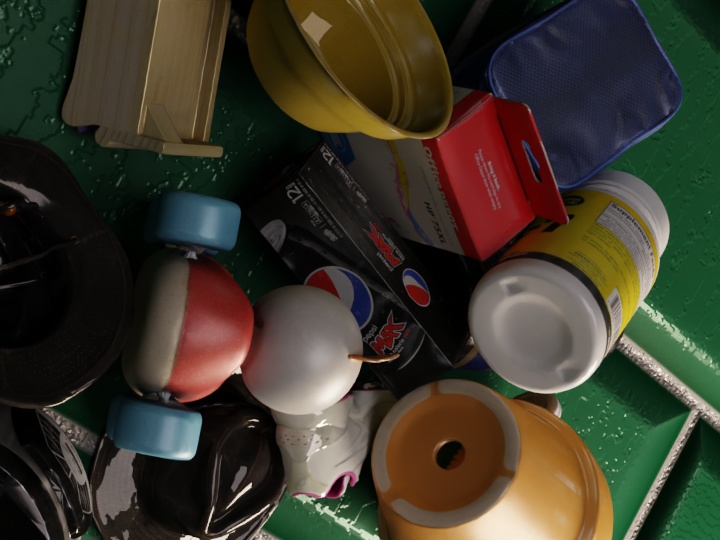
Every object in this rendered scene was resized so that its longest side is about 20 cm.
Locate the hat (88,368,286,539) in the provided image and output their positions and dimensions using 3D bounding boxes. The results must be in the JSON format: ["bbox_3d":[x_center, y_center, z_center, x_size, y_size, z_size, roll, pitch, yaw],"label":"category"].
[{"bbox_3d":[-0.112,0.163,1.393,0.199,0.081,0.202,-12,110,-35],"label":"hat"}]

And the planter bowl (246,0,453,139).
[{"bbox_3d":[-0.025,-0.166,1.300,0.200,0.083,0.201,36,37,-33],"label":"planter bowl"}]

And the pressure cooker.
[{"bbox_3d":[-0.278,0.168,1.201,0.177,0.200,0.177,21,96,-5],"label":"pressure cooker"}]

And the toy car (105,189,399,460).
[{"bbox_3d":[-0.073,0.054,1.298,0.198,0.177,0.186,12,86,-11],"label":"toy car"}]

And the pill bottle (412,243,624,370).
[{"bbox_3d":[0.134,0.033,1.526,0.199,0.112,0.113,5,99,-38],"label":"pill bottle"}]

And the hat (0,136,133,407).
[{"bbox_3d":[-0.261,0.009,1.216,0.199,0.081,0.202,15,61,-29],"label":"hat"}]

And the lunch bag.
[{"bbox_3d":[0.152,-0.139,1.479,0.199,0.132,0.137,-32,97,-27],"label":"lunch bag"}]

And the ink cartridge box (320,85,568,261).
[{"bbox_3d":[0.062,-0.082,1.383,0.067,0.199,0.117,-39,122,-25],"label":"ink cartridge box"}]

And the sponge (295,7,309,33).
[{"bbox_3d":[-0.014,-0.261,1.386,0.111,0.030,0.202,10,95,-39],"label":"sponge"}]

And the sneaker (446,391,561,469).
[{"bbox_3d":[0.131,0.211,1.598,0.200,0.071,0.113,-49,122,-7],"label":"sneaker"}]

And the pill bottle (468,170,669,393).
[{"bbox_3d":[0.174,0.003,1.412,0.200,0.113,0.115,-45,129,-51],"label":"pill bottle"}]

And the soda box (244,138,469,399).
[{"bbox_3d":[0.000,0.000,1.390,0.200,0.063,0.071,51,31,-12],"label":"soda box"}]

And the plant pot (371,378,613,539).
[{"bbox_3d":[0.094,0.182,1.445,0.201,0.199,0.183,-55,150,-12],"label":"plant pot"}]

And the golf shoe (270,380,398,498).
[{"bbox_3d":[-0.021,0.135,1.421,0.200,0.075,0.092,0,89,-68],"label":"golf shoe"}]

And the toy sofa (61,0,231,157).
[{"bbox_3d":[-0.145,-0.187,1.286,0.083,0.097,0.202,-4,106,-62],"label":"toy sofa"}]
